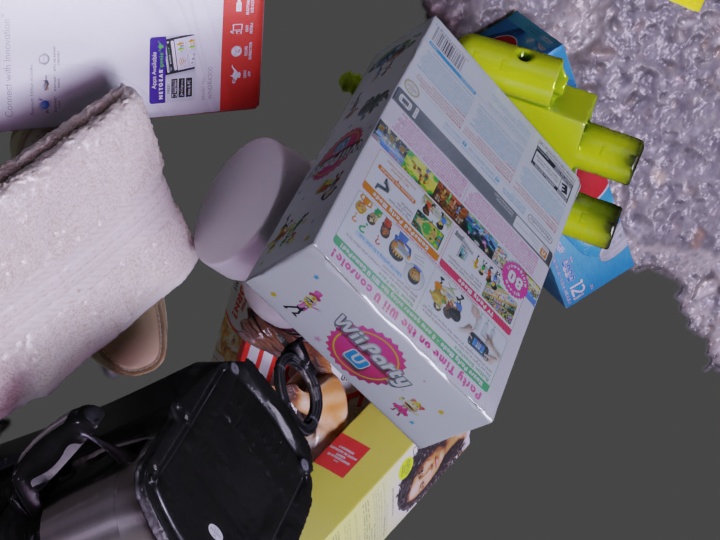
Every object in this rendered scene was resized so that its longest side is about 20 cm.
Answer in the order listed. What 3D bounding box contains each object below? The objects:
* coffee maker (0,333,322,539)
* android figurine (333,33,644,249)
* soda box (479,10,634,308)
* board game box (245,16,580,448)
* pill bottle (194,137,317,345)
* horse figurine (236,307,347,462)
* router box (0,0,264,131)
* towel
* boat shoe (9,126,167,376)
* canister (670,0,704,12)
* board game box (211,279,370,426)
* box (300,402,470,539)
[{"bbox_3d":[-0.135,0.141,0.891,0.199,0.135,0.192,-22,179,30],"label":"coffee maker"},{"bbox_3d":[0.078,-0.079,0.988,0.199,0.041,0.183,20,140,8],"label":"android figurine"},{"bbox_3d":[0.127,-0.074,1.066,0.064,0.068,0.201,-32,127,-7],"label":"soda box"},{"bbox_3d":[0.039,-0.025,0.878,0.148,0.200,0.064,45,136,-20],"label":"board game box"},{"bbox_3d":[0.000,0.000,0.956,0.200,0.113,0.113,29,102,-33],"label":"pill bottle"},{"bbox_3d":[-0.052,0.122,1.025,0.132,0.050,0.201,-13,118,-52],"label":"horse figurine"},{"bbox_3d":[-0.144,-0.185,0.873,0.179,0.049,0.201,-9,121,-23],"label":"router box"},{"bbox_3d":[-0.180,-0.002,0.855,0.200,0.034,0.133,-41,137,-27],"label":"towel"},{"bbox_3d":[-0.164,-0.004,0.954,0.073,0.069,0.201,-26,126,-12],"label":"boat shoe"},{"bbox_3d":[0.198,-0.285,0.971,0.148,0.087,0.201,13,109,-33],"label":"canister"},{"bbox_3d":[-0.027,0.060,1.078,0.151,0.046,0.201,4,115,-29],"label":"board game box"},{"bbox_3d":[0.001,0.145,1.026,0.200,0.050,0.076,-43,147,-33],"label":"box"}]
